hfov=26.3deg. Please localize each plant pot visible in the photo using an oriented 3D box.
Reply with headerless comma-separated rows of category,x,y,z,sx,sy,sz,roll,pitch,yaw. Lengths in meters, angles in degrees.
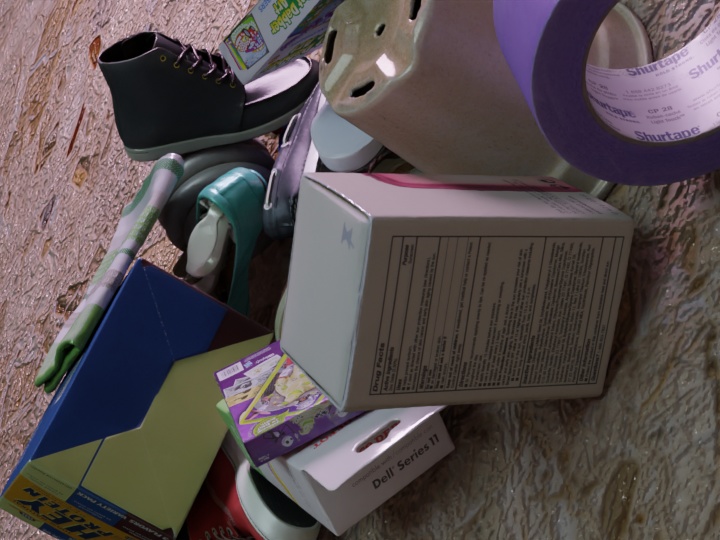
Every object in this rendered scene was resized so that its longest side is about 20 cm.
plant pot,0.078,-0.143,1.121,0.200,0.182,0.202,-34,44,41

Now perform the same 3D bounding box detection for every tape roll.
tape roll,0.187,-0.156,0.948,0.200,0.199,0.085,-49,36,27

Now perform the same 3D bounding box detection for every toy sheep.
toy sheep,-0.133,-0.066,1.456,0.138,0.137,0.201,-48,52,29

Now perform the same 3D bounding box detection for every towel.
towel,-0.222,0.001,1.349,0.201,0.031,0.149,-64,9,-29

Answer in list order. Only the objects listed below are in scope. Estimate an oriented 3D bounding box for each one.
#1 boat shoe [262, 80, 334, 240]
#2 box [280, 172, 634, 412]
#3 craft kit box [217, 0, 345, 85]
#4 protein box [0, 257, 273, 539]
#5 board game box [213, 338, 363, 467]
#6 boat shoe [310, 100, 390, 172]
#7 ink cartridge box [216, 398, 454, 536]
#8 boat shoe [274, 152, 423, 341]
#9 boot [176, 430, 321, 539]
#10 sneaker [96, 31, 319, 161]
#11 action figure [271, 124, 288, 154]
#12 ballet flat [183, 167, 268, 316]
boat shoe,-0.042,-0.108,1.348,0.060,0.076,0.201,-11,39,25
box,0.061,0.010,1.010,0.109,0.198,0.129,38,123,58
craft kit box,0.006,-0.243,1.225,0.049,0.199,0.197,57,142,1
protein box,-0.198,0.130,1.331,0.200,0.134,0.200,-65,10,-25
board game box,-0.007,0.065,1.150,0.199,0.033,0.120,-27,22,-5
boat shoe,0.005,-0.125,1.297,0.071,0.068,0.201,-13,31,12
ink cartridge box,-0.012,0.123,1.158,0.117,0.068,0.200,-34,26,-16
boat shoe,0.000,0.000,1.269,0.201,0.071,0.076,-58,44,15
boot,-0.101,0.223,1.283,0.145,0.072,0.200,-64,24,8
sneaker,-0.133,-0.174,1.391,0.198,0.107,0.075,-18,36,-1
action figure,-0.057,-0.123,1.434,0.052,0.065,0.201,110,155,-43
ballet flat,-0.132,0.000,1.356,0.067,0.070,0.201,37,132,28
